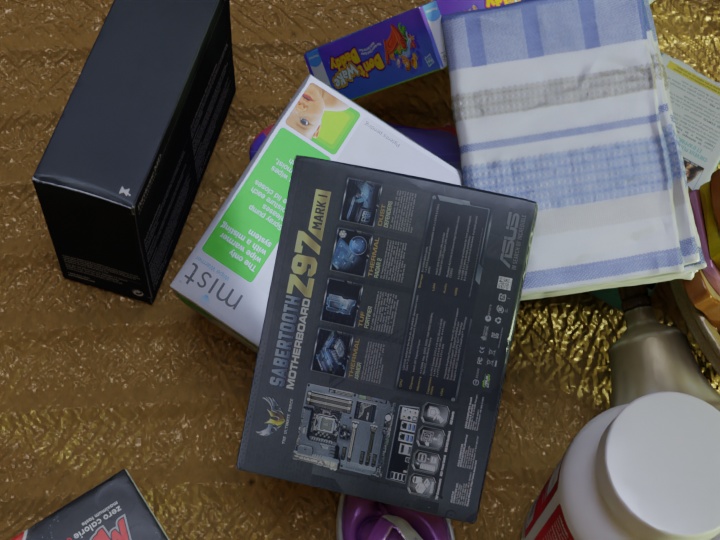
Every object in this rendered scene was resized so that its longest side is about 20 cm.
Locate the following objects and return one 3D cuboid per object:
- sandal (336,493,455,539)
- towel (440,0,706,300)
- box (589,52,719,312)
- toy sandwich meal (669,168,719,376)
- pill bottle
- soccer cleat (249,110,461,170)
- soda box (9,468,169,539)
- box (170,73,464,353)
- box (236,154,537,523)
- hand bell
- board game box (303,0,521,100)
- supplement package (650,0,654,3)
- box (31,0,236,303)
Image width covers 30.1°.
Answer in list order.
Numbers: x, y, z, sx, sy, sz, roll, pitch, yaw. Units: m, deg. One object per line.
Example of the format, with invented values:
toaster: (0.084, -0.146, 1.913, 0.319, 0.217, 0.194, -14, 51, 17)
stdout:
sandal: (0.029, 0.212, 0.877, 0.081, 0.050, 0.206, -2, 63, -6)
towel: (0.136, -0.083, 0.874, 0.144, 0.024, 0.203, -9, 79, 3)
box: (0.224, -0.069, 1.036, 0.082, 0.049, 0.201, 29, 64, 9)
toy sandwich meal: (0.286, 0.015, 0.936, 0.204, 0.070, 0.207, 32, 39, -30)
pill bottle: (0.170, 0.152, 0.835, 0.110, 0.201, 0.114, 2, 63, -4)
soccer cleat: (0.015, -0.076, 1.010, 0.197, 0.067, 0.077, 3, 47, -9)
soda box: (-0.215, 0.214, 0.848, 0.199, 0.064, 0.071, -31, 70, -19)
box: (0.000, 0.000, 0.926, 0.199, 0.097, 0.178, 34, 83, 7)
box: (0.017, 0.041, 0.836, 0.155, 0.051, 0.203, 11, 91, 7)
hand bell: (0.191, 0.017, 0.940, 0.102, 0.104, 0.203, -10, 75, -10)
board game box: (0.073, -0.185, 1.002, 0.199, 0.134, 0.045, -29, 102, -38)
supplement package: (0.158, -0.299, 1.110, 0.109, 0.114, 0.200, -35, 71, -22)
box: (-0.156, -0.102, 0.968, 0.078, 0.142, 0.202, 16, 62, 3)
